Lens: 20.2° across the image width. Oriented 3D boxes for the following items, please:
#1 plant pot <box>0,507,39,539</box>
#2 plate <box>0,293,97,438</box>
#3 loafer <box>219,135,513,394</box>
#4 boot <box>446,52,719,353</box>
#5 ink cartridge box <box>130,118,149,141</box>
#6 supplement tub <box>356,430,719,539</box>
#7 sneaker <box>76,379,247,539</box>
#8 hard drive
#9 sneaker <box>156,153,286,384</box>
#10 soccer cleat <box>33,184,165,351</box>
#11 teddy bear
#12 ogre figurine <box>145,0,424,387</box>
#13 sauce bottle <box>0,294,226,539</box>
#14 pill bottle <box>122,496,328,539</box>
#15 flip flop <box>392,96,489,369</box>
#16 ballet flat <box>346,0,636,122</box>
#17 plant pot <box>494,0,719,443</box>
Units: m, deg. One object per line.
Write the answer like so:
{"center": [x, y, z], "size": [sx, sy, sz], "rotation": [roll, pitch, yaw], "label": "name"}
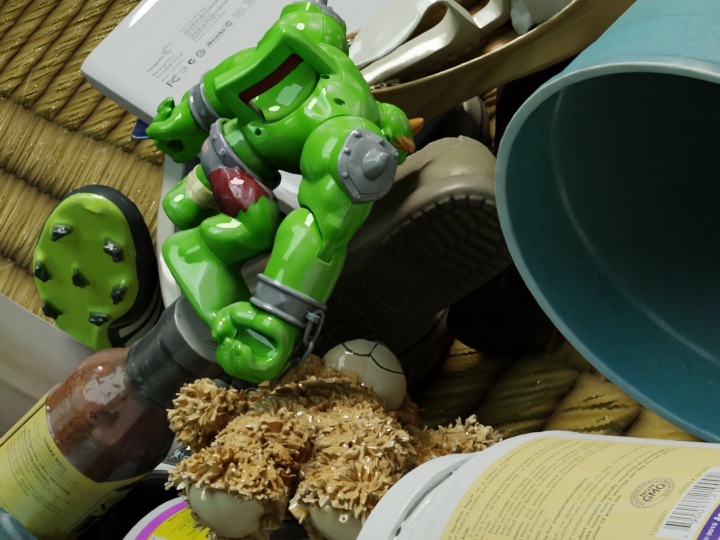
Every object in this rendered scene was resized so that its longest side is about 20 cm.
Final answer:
{"center": [-0.205, 0.229, 0.955], "size": [0.200, 0.196, 0.196], "rotation": [-37, 32, 6], "label": "plant pot"}
{"center": [-0.229, 0.094, 1.116], "size": [0.199, 0.200, 0.032], "rotation": [-32, 45, 24], "label": "plate"}
{"center": [0.000, 0.000, 0.987], "size": [0.200, 0.076, 0.067], "rotation": [-27, 29, 30], "label": "loafer"}
{"center": [0.128, -0.068, 0.991], "size": [0.186, 0.064, 0.200], "rotation": [-20, 37, 35], "label": "boot"}
{"center": [-0.023, -0.156, 1.178], "size": [0.199, 0.041, 0.200], "rotation": [-2, 41, 21], "label": "ink cartridge box"}
{"center": [0.102, 0.132, 0.717], "size": [0.200, 0.145, 0.146], "rotation": [-1, 54, 51], "label": "supplement tub"}
{"center": [-0.128, 0.132, 1.067], "size": [0.200, 0.071, 0.098], "rotation": [-25, 36, 31], "label": "sneaker"}
{"center": [-0.045, -0.111, 1.103], "size": [0.200, 0.027, 0.132], "rotation": [33, 74, 36], "label": "hard drive"}
{"center": [-0.054, -0.020, 1.121], "size": [0.106, 0.075, 0.200], "rotation": [-8, 49, 5], "label": "sneaker"}
{"center": [-0.139, 0.009, 1.131], "size": [0.067, 0.200, 0.081], "rotation": [20, 53, 10], "label": "soccer cleat"}
{"center": [-0.014, 0.074, 0.893], "size": [0.145, 0.200, 0.067], "rotation": [4, 100, 28], "label": "teddy bear"}
{"center": [-0.039, -0.048, 0.923], "size": [0.120, 0.098, 0.200], "rotation": [-47, 16, 22], "label": "ogre figurine"}
{"center": [-0.129, 0.082, 0.980], "size": [0.200, 0.066, 0.066], "rotation": [-40, 30, 36], "label": "sauce bottle"}
{"center": [-0.024, 0.163, 0.876], "size": [0.200, 0.104, 0.104], "rotation": [9, 62, 53], "label": "pill bottle"}
{"center": [0.019, -0.025, 1.070], "size": [0.081, 0.058, 0.200], "rotation": [-15, 47, 42], "label": "flip flop"}
{"center": [0.062, -0.125, 1.012], "size": [0.200, 0.063, 0.069], "rotation": [-31, 53, 0], "label": "ballet flat"}
{"center": [0.185, -0.056, 0.794], "size": [0.200, 0.200, 0.188], "rotation": [-5, 37, 48], "label": "plant pot"}
